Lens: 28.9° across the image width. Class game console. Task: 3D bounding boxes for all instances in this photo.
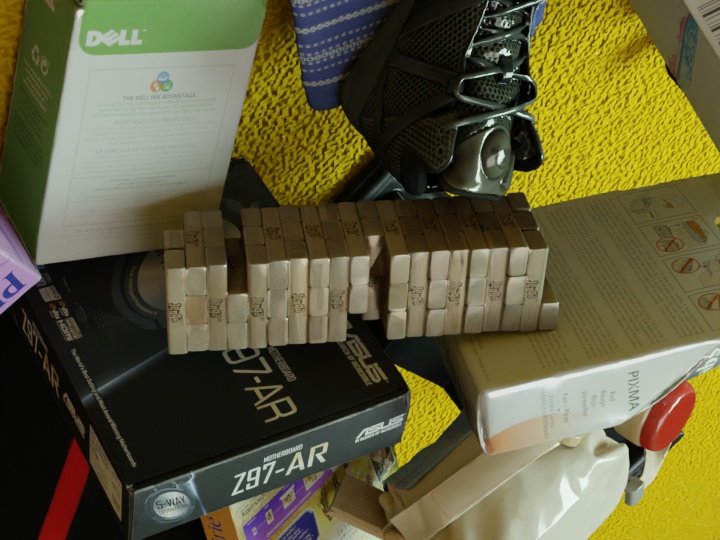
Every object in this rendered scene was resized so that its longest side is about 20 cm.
[{"bbox_3d":[-0.158,0.126,0.793,0.031,0.176,0.201,105,4,-85],"label":"game console"}]

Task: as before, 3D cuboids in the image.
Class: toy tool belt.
[{"bbox_3d":[0.086,0.102,0.803,0.200,0.123,0.125,-40,146,-25],"label":"toy tool belt"}]

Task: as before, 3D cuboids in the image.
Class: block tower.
[{"bbox_3d":[0.000,0.000,0.717,0.199,0.054,0.058,-2,125,-8],"label":"block tower"}]

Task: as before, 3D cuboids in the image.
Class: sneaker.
[{"bbox_3d":[0.065,-0.111,0.681,0.076,0.114,0.200,-2,139,-37],"label":"sneaker"}]

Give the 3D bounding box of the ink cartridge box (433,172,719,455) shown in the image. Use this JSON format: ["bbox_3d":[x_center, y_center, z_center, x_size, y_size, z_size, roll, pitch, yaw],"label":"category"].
[{"bbox_3d":[0.140,0.017,0.778,0.199,0.162,0.050,-10,124,-7],"label":"ink cartridge box"}]

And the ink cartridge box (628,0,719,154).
[{"bbox_3d":[0.244,-0.166,0.805,0.145,0.200,0.088,-27,169,-15],"label":"ink cartridge box"}]

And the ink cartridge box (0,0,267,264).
[{"bbox_3d":[-0.113,-0.104,0.701,0.104,0.059,0.200,-8,131,-34],"label":"ink cartridge box"}]

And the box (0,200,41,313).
[{"bbox_3d":[-0.284,-0.010,0.633,0.176,0.097,0.200,-40,145,4],"label":"box"}]

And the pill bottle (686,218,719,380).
[{"bbox_3d":[0.234,0.035,1.102,0.200,0.116,0.117,-22,142,-20],"label":"pill bottle"}]

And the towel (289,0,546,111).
[{"bbox_3d":[0.029,-0.167,0.699,0.144,0.024,0.200,-22,148,-9],"label":"towel"}]

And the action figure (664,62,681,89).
[{"bbox_3d":[0.294,-0.192,0.943,0.200,0.069,0.130,-34,139,-9],"label":"action figure"}]

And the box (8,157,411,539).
[{"bbox_3d":[-0.090,0.033,0.755,0.160,0.200,0.044,-17,141,-25],"label":"box"}]

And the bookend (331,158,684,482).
[{"bbox_3d":[0.084,0.046,0.917,0.092,0.199,0.200,-46,142,12],"label":"bookend"}]

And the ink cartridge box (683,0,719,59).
[{"bbox_3d":[0.189,-0.201,0.693,0.041,0.200,0.200,-25,-163,43],"label":"ink cartridge box"}]

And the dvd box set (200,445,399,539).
[{"bbox_3d":[-0.024,0.158,0.821,0.146,0.029,0.200,-42,130,-42],"label":"dvd box set"}]
